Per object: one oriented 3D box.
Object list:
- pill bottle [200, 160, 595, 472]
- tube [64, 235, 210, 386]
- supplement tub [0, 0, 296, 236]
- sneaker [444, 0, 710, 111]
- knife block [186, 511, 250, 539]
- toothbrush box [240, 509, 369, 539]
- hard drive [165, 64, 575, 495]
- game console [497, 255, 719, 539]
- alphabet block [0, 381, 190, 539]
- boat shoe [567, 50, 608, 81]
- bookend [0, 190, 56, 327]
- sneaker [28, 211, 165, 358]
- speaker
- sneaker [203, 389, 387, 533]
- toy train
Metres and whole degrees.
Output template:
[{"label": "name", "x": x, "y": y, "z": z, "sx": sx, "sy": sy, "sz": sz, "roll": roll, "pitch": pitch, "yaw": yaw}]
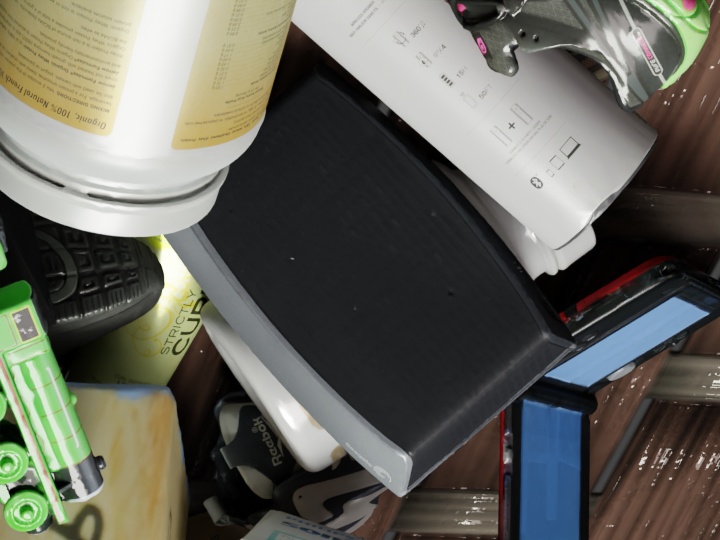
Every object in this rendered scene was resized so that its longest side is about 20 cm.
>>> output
[{"label": "pill bottle", "x": 0.023, "y": 0.010, "z": 1.580, "sx": 0.200, "sy": 0.111, "sz": 0.111, "roll": -35, "pitch": 136, "yaw": -6}, {"label": "tube", "x": -0.114, "y": 0.019, "z": 1.598, "sx": 0.058, "sy": 0.052, "sz": 0.200, "roll": -21, "pitch": 146, "yaw": -54}, {"label": "supplement tub", "x": -0.103, "y": -0.131, "z": 1.372, "sx": 0.144, "sy": 0.144, "sz": 0.200, "roll": 3, "pitch": 125, "yaw": -23}, {"label": "sneaker", "x": 0.064, "y": -0.139, "z": 1.372, "sx": 0.200, "sy": 0.077, "sz": 0.084, "roll": 30, "pitch": 105, "yaw": 7}, {"label": "knife block", "x": -0.091, "y": 0.228, "z": 1.796, "sx": 0.200, "sy": 0.064, "sz": 0.176, "roll": -15, "pitch": 135, "yaw": -6}, {"label": "toothbrush box", "x": -0.014, "y": 0.246, "z": 1.550, "sx": 0.146, "sy": 0.085, "sz": 0.200, "roll": 18, "pitch": 98, "yaw": 7}, {"label": "hard drive", "x": 0.000, "y": 0.000, "z": 1.496, "sx": 0.135, "sy": 0.200, "sz": 0.042, "roll": -40, "pitch": 170, "yaw": -7}, {"label": "game console", "x": 0.147, "y": 0.089, "z": 1.653, "sx": 0.172, "sy": 0.119, "sz": 0.200, "roll": -32, "pitch": 167, "yaw": 11}, {"label": "alphabet block", "x": -0.194, "y": 0.181, "z": 1.548, "sx": 0.195, "sy": 0.200, "sz": 0.196, "roll": 1, "pitch": 158, "yaw": 2}, {"label": "boat shoe", "x": 0.100, "y": -0.131, "z": 1.500, "sx": 0.200, "sy": 0.075, "sz": 0.073, "roll": -44, "pitch": 146, "yaw": 21}, {"label": "bookend", "x": -0.280, "y": -0.033, "z": 1.452, "sx": 0.199, "sy": 0.092, "sz": 0.200, "roll": -20, "pitch": 138, "yaw": 2}, {"label": "sneaker", "x": -0.198, "y": 0.030, "z": 1.567, "sx": 0.200, "sy": 0.076, "sz": 0.091, "roll": -13, "pitch": 144, "yaw": 7}, {"label": "speaker", "x": 0.047, "y": -0.104, "z": 1.445, "sx": 0.200, "sy": 0.081, "sz": 0.081, "roll": 40, "pitch": 115, "yaw": -6}, {"label": "sneaker", "x": -0.015, "y": 0.085, "z": 1.653, "sx": 0.130, "sy": 0.080, "sz": 0.199, "roll": -3, "pitch": 148, "yaw": -50}, {"label": "toy train", "x": -0.176, "y": 0.039, "z": 1.420, "sx": 0.056, "sy": 0.042, "sz": 0.200, "roll": -23, "pitch": 115, "yaw": -7}]
